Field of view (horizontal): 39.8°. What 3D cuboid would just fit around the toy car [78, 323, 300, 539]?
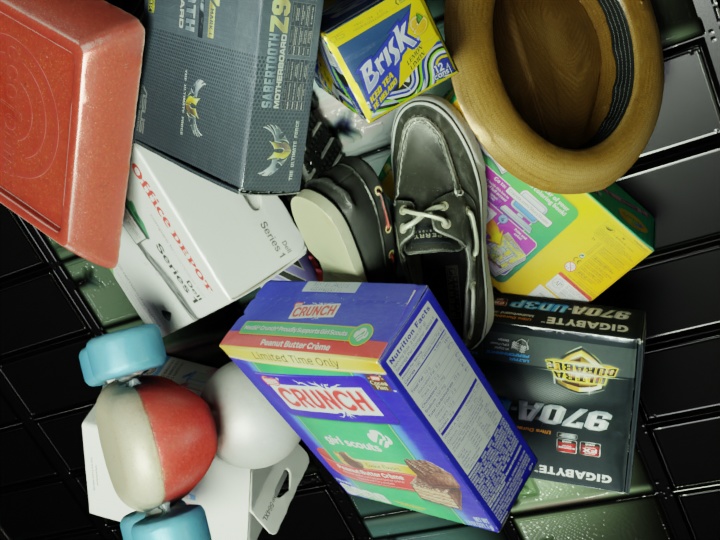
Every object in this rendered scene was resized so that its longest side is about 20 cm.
[{"bbox_3d":[-0.121,0.130,0.859,0.177,0.198,0.186,154,101,-69],"label":"toy car"}]

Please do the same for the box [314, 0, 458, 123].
[{"bbox_3d":[0.001,-0.160,0.694,0.070,0.200,0.065,-30,111,-1],"label":"box"}]

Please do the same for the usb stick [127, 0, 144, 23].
[{"bbox_3d":[-0.196,-0.142,0.792,0.201,0.055,0.033,-53,54,15],"label":"usb stick"}]

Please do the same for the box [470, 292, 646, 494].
[{"bbox_3d":[0.133,0.099,0.837,0.198,0.046,0.160,7,122,17],"label":"box"}]

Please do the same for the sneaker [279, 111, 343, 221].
[{"bbox_3d":[-0.083,-0.114,0.833,0.080,0.074,0.201,-4,131,41],"label":"sneaker"}]

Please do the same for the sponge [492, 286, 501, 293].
[{"bbox_3d":[0.043,0.071,0.896,0.198,0.030,0.112,-14,118,6],"label":"sponge"}]

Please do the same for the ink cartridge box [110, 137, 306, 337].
[{"bbox_3d":[-0.148,-0.036,0.829,0.147,0.084,0.200,58,150,-4],"label":"ink cartridge box"}]

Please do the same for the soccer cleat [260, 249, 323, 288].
[{"bbox_3d":[-0.058,0.009,0.911,0.072,0.068,0.202,-10,117,1],"label":"soccer cleat"}]

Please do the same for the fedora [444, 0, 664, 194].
[{"bbox_3d":[0.125,-0.150,0.709,0.201,0.201,0.082,47,159,-13],"label":"fedora"}]

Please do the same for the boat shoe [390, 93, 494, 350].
[{"bbox_3d":[0.061,-0.032,0.748,0.070,0.064,0.202,-9,99,23],"label":"boat shoe"}]

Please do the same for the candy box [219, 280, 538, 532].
[{"bbox_3d":[0.016,0.101,0.762,0.168,0.077,0.201,1,136,44],"label":"candy box"}]

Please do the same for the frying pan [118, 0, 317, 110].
[{"bbox_3d":[-0.105,-0.213,0.801,0.189,0.031,0.115,20,131,-8],"label":"frying pan"}]

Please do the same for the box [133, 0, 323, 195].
[{"bbox_3d":[-0.087,-0.164,0.642,0.157,0.051,0.202,27,115,48],"label":"box"}]

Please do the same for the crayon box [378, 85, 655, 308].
[{"bbox_3d":[0.126,-0.056,0.807,0.200,0.058,0.119,40,124,-8],"label":"crayon box"}]

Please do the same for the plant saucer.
[{"bbox_3d":[-0.252,-0.123,0.742,0.199,0.037,0.201,30,123,24],"label":"plant saucer"}]

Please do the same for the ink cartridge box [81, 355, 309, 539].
[{"bbox_3d":[-0.159,0.183,1.003,0.198,0.129,0.126,12,124,10],"label":"ink cartridge box"}]

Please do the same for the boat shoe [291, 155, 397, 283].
[{"bbox_3d":[0.002,0.001,0.783,0.073,0.063,0.202,27,147,35],"label":"boat shoe"}]
